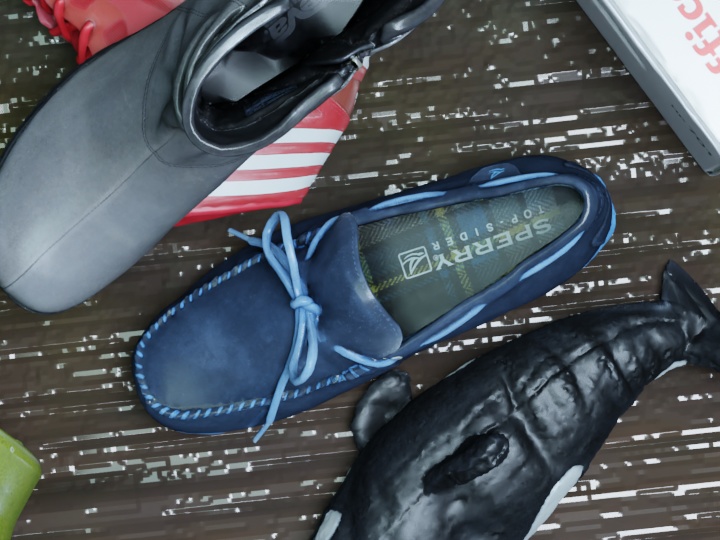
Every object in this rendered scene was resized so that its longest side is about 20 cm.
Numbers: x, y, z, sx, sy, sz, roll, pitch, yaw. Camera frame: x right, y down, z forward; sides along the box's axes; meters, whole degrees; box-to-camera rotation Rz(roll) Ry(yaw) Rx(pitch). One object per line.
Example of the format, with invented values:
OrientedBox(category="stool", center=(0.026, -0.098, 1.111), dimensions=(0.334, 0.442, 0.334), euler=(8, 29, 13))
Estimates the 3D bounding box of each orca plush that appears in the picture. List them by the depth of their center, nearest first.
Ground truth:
OrientedBox(category="orca plush", center=(0.062, 0.075, 0.841), dimensions=(0.199, 0.071, 0.106), euler=(-23, 89, 1))

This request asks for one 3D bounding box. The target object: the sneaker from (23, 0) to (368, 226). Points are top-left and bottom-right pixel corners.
OrientedBox(category="sneaker", center=(-0.099, -0.083, 0.843), dimensions=(0.199, 0.078, 0.116), euler=(22, 89, 2))

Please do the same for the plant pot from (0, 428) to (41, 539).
OrientedBox(category="plant pot", center=(-0.220, 0.117, 0.800), dimensions=(0.200, 0.200, 0.194), euler=(31, 79, 1))

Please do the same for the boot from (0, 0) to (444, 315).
OrientedBox(category="boot", center=(-0.060, -0.056, 0.757), dimensions=(0.070, 0.132, 0.200), euler=(42, 94, -13))

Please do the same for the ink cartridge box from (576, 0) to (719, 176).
OrientedBox(category="ink cartridge box", center=(0.172, -0.153, 0.832), dimensions=(0.199, 0.086, 0.147), euler=(-37, 89, 2))

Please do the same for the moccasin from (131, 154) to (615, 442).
OrientedBox(category="moccasin", center=(0.000, 0.000, 0.842), dimensions=(0.199, 0.068, 0.081), euler=(-28, 83, 1))
